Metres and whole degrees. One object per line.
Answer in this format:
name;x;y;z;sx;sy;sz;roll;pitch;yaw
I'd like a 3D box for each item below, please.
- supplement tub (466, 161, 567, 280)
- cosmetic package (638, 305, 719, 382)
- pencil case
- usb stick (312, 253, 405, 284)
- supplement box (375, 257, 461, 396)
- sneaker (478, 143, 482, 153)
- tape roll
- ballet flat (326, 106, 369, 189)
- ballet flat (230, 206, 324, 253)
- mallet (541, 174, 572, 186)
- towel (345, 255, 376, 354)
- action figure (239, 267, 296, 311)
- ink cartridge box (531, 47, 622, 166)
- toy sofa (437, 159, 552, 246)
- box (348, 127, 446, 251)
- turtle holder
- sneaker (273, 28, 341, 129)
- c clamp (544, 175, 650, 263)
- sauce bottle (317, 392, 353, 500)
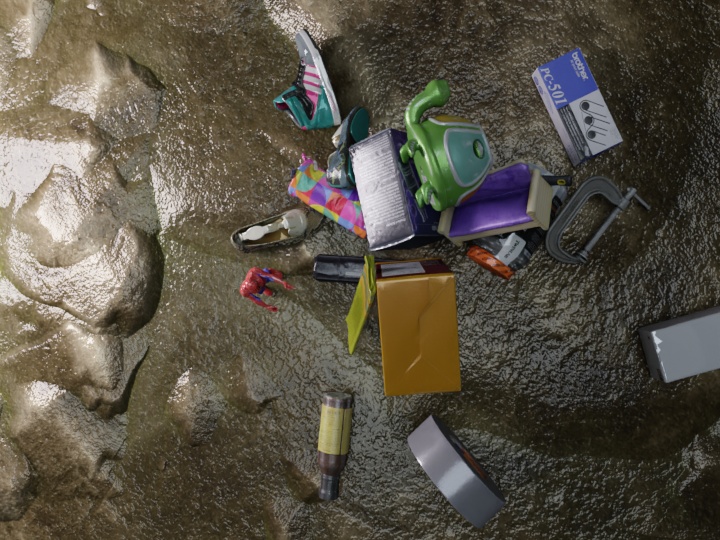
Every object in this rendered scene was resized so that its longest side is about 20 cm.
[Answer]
supplement tub;0.293;-0.093;1.070;0.121;0.123;0.202;31;91;4
cosmetic package;0.645;0.134;1.064;0.196;0.074;0.104;-15;87;6
pencil case;-0.050;-0.145;1.118;0.198;0.088;0.089;32;91;2
usb stick;0.000;0.000;1.136;0.195;0.033;0.057;4;82;5
supplement box;0.099;0.093;1.024;0.130;0.200;0.202;-5;100;2
sneaker;0.172;-0.205;1.061;0.077;0.197;0.102;10;100;46
tape roll;0.175;0.364;1.029;0.066;0.200;0.201;-43;86;2
ballet flat;-0.030;-0.242;1.100;0.072;0.075;0.203;8;55;4
ballet flat;-0.169;-0.082;1.129;0.196;0.075;0.069;-17;84;4
mallet;0.276;-0.152;1.004;0.197;0.041;0.067;15;130;33
towel;-0.002;0.068;1.050;0.018;0.202;0.087;6;49;-10
action figure;-0.167;0.037;1.063;0.098;0.200;0.066;30;91;4
ink cartridge box;0.424;-0.320;1.104;0.092;0.044;0.203;-24;87;2
toy sofa;0.225;-0.112;0.981;0.097;0.198;0.084;32;62;-36
box;0.075;-0.146;1.058;0.103;0.147;0.205;-17;84;36
turtle holder;0.137;-0.199;0.932;0.129;0.141;0.189;-20;73;1
sneaker;-0.124;-0.373;1.133;0.119;0.084;0.204;-20;88;-6
c clamp;0.451;-0.089;1.078;0.170;0.027;0.201;34;101;-28
sauce bottle;-0.054;0.348;1.115;0.063;0.065;0.205;7;88;4
